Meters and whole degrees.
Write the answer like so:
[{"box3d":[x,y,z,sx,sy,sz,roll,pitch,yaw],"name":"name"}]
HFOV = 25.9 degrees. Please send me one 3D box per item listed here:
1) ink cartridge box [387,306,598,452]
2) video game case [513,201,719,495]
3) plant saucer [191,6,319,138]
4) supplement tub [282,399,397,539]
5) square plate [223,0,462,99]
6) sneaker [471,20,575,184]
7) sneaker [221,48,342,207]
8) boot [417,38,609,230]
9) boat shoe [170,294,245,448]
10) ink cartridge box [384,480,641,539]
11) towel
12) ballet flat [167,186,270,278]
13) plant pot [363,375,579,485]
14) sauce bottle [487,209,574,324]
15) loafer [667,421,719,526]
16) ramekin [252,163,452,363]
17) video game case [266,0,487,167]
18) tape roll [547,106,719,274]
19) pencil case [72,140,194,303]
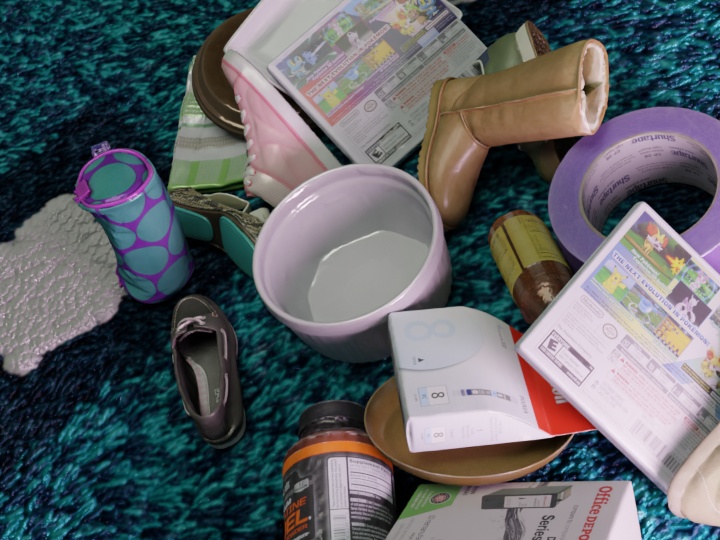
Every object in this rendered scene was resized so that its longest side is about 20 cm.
[{"box3d":[0.132,0.092,1.454,0.200,0.047,0.160,-7,34,-2],"name":"ink cartridge box"},{"box3d":[0.266,0.070,1.407,0.200,0.022,0.182,43,76,-5],"name":"video game case"},{"box3d":[-0.100,-0.239,1.829,0.200,0.029,0.200,-2,58,4],"name":"plant saucer"},{"box3d":[-0.019,0.222,1.450,0.107,0.107,0.200,-15,52,13],"name":"supplement tub"},{"box3d":[-0.019,-0.268,1.782,0.200,0.028,0.198,35,80,8],"name":"square plate"},{"box3d":[0.170,-0.165,1.673,0.090,0.067,0.200,-24,59,27],"name":"sneaker"},{"box3d":[-0.109,-0.142,1.724,0.105,0.075,0.200,-40,89,4],"name":"sneaker"},{"box3d":[0.153,-0.136,1.592,0.200,0.066,0.175,-6,78,42],"name":"boot"},{"box3d":[-0.163,0.092,1.635,0.067,0.057,0.200,-24,51,6],"name":"boat shoe"},{"box3d":[0.131,0.247,1.340,0.200,0.084,0.146,-5,17,20],"name":"ink cartridge box"},{"box3d":[-0.149,-0.180,1.839,0.149,0.031,0.200,-7,55,20],"name":"towel"},{"box3d":[-0.142,-0.051,1.730,0.200,0.068,0.075,26,48,37],"name":"ballet flat"},{"box3d":[0.103,0.142,1.457,0.200,0.028,0.200,-3,29,2],"name":"plant pot"},{"box3d":[0.174,0.015,1.509,0.066,0.066,0.200,-24,34,6],"name":"sauce bottle"},{"box3d":[0.352,0.146,1.370,0.068,0.076,0.200,34,84,36],"name":"loafer"},{"box3d":[0.000,0.000,1.600,0.200,0.105,0.200,-12,53,16],"name":"ramekin"},{"box3d":[0.028,-0.225,1.746,0.200,0.023,0.182,-41,82,-8],"name":"video game case"},{"box3d":[0.289,-0.057,1.530,0.200,0.085,0.200,-11,52,15],"name":"tape roll"},{"box3d":[-0.241,-0.046,1.675,0.092,0.200,0.085,-12,56,3],"name":"pencil case"}]
